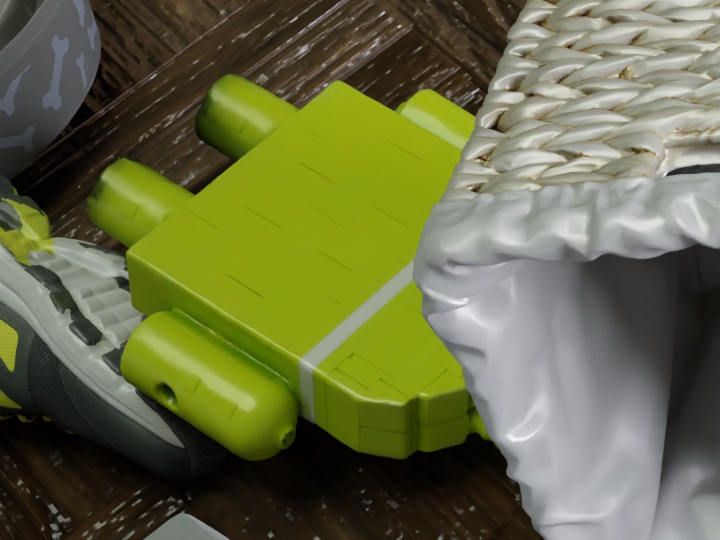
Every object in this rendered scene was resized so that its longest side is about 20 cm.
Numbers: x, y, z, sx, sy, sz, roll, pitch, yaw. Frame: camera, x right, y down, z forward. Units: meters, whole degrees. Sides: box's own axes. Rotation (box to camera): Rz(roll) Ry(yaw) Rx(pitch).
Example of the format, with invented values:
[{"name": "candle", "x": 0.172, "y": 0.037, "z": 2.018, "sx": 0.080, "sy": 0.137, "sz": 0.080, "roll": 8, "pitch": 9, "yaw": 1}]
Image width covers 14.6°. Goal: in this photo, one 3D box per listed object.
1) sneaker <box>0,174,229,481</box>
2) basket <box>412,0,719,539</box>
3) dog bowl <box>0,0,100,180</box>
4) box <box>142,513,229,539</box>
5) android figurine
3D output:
[{"name": "sneaker", "x": -0.127, "y": 0.030, "z": 1.103, "sx": 0.200, "sy": 0.085, "sz": 0.074, "roll": 37, "pitch": 28, "yaw": 29}, {"name": "basket", "x": 0.148, "y": 0.000, "z": 0.880, "sx": 0.197, "sy": 0.200, "sz": 0.161, "roll": -5, "pitch": 46, "yaw": 24}, {"name": "dog bowl", "x": -0.202, "y": -0.083, "z": 1.230, "sx": 0.199, "sy": 0.059, "sz": 0.200, "roll": -20, "pitch": 35, "yaw": 15}, {"name": "box", "x": -0.061, "y": 0.205, "z": 0.773, "sx": 0.200, "sy": 0.199, "sz": 0.131, "roll": -37, "pitch": 4, "yaw": -7}, {"name": "android figurine", "x": 0.000, "y": 0.000, "z": 1.044, "sx": 0.200, "sy": 0.041, "sz": 0.182, "roll": 30, "pitch": 54, "yaw": 25}]
